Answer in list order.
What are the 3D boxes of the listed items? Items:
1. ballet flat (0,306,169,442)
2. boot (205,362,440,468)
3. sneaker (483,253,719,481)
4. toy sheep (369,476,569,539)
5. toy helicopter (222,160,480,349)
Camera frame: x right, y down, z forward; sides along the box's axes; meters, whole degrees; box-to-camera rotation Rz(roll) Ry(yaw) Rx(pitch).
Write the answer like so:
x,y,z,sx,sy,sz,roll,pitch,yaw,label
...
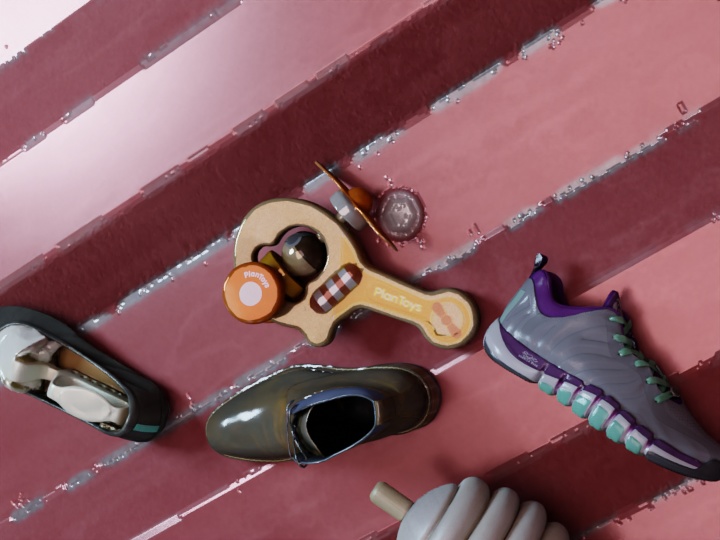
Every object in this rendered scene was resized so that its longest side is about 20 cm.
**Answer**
x,y,z,sx,sy,sz,roll,pitch,yaw,label
-0.247,0.081,1.353,0.199,0.068,0.069,22,101,20,ballet flat
-0.047,0.110,1.257,0.198,0.097,0.075,-14,88,22,boot
0.185,0.069,1.176,0.199,0.074,0.088,32,99,18,sneaker
0.088,0.219,1.192,0.199,0.138,0.138,35,106,0,toy sheep
0.000,0.000,1.258,0.198,0.079,0.133,21,92,9,toy helicopter
